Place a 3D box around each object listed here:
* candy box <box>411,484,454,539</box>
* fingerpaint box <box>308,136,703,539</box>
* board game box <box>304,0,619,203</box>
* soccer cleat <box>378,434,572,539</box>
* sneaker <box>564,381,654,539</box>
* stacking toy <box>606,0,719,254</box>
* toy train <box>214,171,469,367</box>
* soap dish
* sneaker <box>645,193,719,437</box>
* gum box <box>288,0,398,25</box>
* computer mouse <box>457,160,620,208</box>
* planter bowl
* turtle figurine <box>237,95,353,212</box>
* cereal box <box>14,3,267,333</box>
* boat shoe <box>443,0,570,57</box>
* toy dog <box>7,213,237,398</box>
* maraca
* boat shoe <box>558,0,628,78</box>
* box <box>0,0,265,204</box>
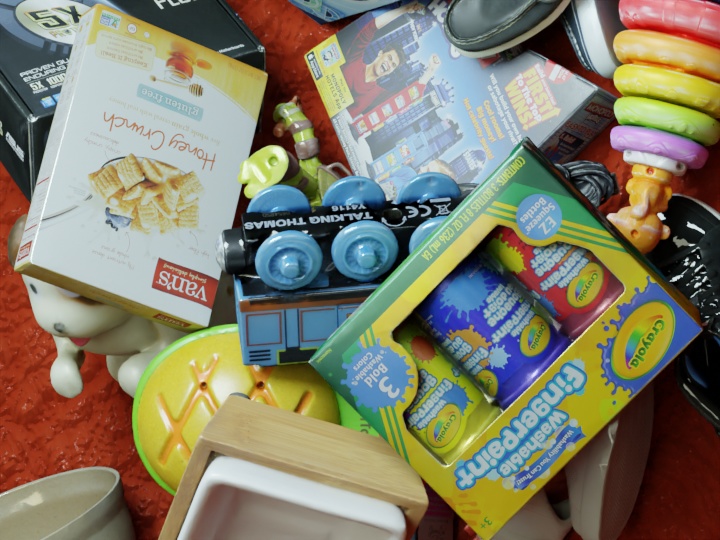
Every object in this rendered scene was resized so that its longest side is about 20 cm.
[{"bbox_3d":[-0.017,0.158,1.684,0.167,0.071,0.202,-3,82,28],"label":"candy box"},{"bbox_3d":[0.095,0.044,1.475,0.167,0.073,0.200,45,100,-1],"label":"fingerpaint box"},{"bbox_3d":[0.084,-0.121,1.677,0.199,0.062,0.201,-30,69,21],"label":"board game box"},{"bbox_3d":[0.076,0.130,1.589,0.078,0.200,0.069,-42,27,1],"label":"soccer cleat"},{"bbox_3d":[0.139,0.084,1.567,0.115,0.074,0.202,10,102,29],"label":"sneaker"},{"bbox_3d":[0.213,-0.106,1.569,0.115,0.110,0.202,14,89,6],"label":"stacking toy"},{"bbox_3d":[0.000,0.000,1.566,0.198,0.115,0.087,-5,35,-6],"label":"toy train"},{"bbox_3d":[-0.053,0.175,1.540,0.156,0.201,0.082,16,49,-7],"label":"soap dish"},{"bbox_3d":[0.237,0.027,1.542,0.073,0.112,0.201,-33,69,19],"label":"sneaker"},{"bbox_3d":[-0.040,-0.256,1.656,0.045,0.169,0.200,-61,22,-15],"label":"gum box"},{"bbox_3d":[0.133,0.028,1.622,0.137,0.053,0.202,-12,89,11],"label":"computer mouse"},{"bbox_3d":[-0.253,0.255,1.745,0.199,0.200,0.136,-15,102,26],"label":"planter bowl"},{"bbox_3d":[-0.030,-0.038,1.678,0.064,0.161,0.202,-12,87,16],"label":"turtle figurine"},{"bbox_3d":[-0.154,-0.072,1.623,0.039,0.143,0.202,-20,54,59],"label":"cereal box"},{"bbox_3d":[0.131,-0.226,1.587,0.200,0.067,0.072,-37,60,20],"label":"boat shoe"},{"bbox_3d":[-0.174,0.007,1.718,0.139,0.200,0.196,13,89,29],"label":"toy dog"},{"bbox_3d":[-0.064,0.106,1.620,0.198,0.107,0.138,-1,100,5],"label":"maraca"},{"bbox_3d":[0.136,-0.219,1.664,0.090,0.071,0.202,-23,66,26],"label":"boat shoe"},{"bbox_3d":[-0.196,-0.156,1.739,0.164,0.199,0.087,51,149,38],"label":"box"}]
